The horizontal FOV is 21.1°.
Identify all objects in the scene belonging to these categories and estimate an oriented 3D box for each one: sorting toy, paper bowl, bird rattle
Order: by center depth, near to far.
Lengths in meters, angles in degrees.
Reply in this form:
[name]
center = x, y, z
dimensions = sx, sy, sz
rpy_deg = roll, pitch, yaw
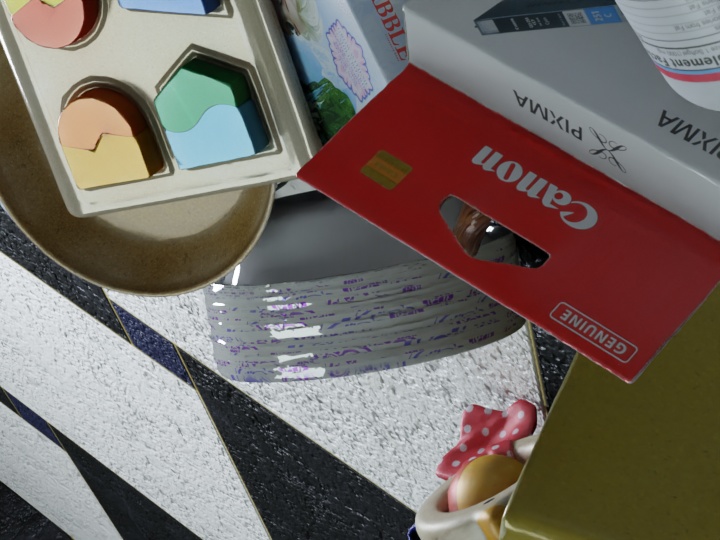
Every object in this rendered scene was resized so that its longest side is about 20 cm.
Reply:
[sorting toy]
center = -0.127, -0.122, 1.075
dimensions = 0.200, 0.036, 0.185
rpy_deg = -7, 112, 34
[paper bowl]
center = 0.000, 0.000, 1.220
dimensions = 0.201, 0.200, 0.104
rpy_deg = 1, 102, 63
[bird rattle]
center = 0.104, 0.144, 1.376
dimensions = 0.200, 0.163, 0.113
rpy_deg = -3, 114, 52

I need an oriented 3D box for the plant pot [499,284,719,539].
[plant pot]
center = 0.207, 0.128, 1.089
dimensions = 0.200, 0.196, 0.194
rpy_deg = 20, 155, 14

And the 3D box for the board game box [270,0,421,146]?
[board game box]
center = -0.038, -0.166, 1.042
dimensions = 0.200, 0.041, 0.200
rpy_deg = 64, 161, 2

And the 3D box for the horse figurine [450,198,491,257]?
[horse figurine]
center = 0.028, -0.107, 1.111
dimensions = 0.200, 0.050, 0.133
rpy_deg = 51, 147, 4

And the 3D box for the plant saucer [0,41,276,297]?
[plant saucer]
center = -0.136, -0.082, 1.158
dimensions = 0.200, 0.035, 0.200
rpy_deg = 9, 118, 18

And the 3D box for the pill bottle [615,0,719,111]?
[pill bottle]
center = 0.145, -0.134, 0.749
dimensions = 0.200, 0.109, 0.109
rpy_deg = 52, 159, -27

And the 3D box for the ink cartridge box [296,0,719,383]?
[ink cartridge box]
center = 0.097, -0.066, 0.881
dimensions = 0.200, 0.176, 0.045
rpy_deg = 32, 152, 27

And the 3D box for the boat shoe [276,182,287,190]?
[boat shoe]
center = -0.079, -0.086, 1.374
dimensions = 0.066, 0.070, 0.200
rpy_deg = 38, 153, 19

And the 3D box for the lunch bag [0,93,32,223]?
[lunch bag]
center = -0.172, -0.109, 1.252
dimensions = 0.200, 0.127, 0.170
rpy_deg = 6, 120, 24

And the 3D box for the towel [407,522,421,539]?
[towel]
center = 0.151, 0.228, 1.444
dimensions = 0.200, 0.050, 0.148
rpy_deg = 8, -176, -35
